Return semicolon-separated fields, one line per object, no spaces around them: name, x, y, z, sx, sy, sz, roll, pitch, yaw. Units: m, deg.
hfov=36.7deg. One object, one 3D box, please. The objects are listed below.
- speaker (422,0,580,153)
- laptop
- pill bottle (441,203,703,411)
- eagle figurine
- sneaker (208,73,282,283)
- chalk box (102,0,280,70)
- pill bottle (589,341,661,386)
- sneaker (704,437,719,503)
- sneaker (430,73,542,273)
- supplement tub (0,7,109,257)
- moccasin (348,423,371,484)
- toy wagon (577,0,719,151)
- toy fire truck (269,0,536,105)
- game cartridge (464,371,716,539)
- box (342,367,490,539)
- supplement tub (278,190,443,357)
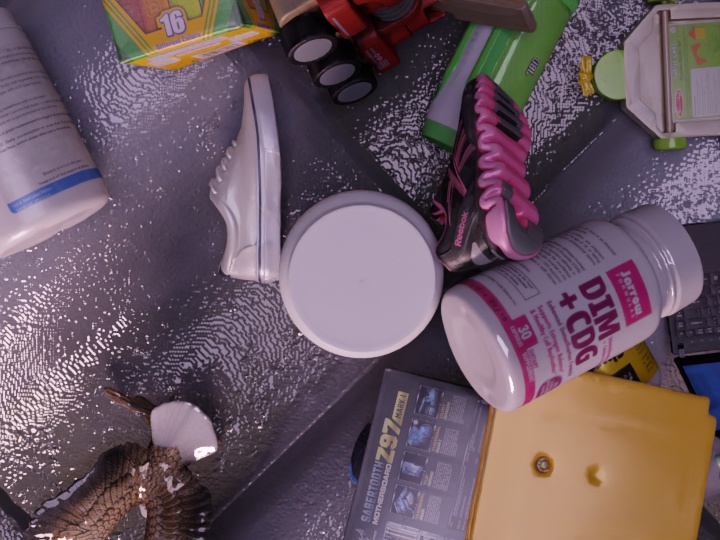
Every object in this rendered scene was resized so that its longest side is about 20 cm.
speaker;0.135;-0.202;1.027;0.088;0.088;0.201;27;94;-2
laptop;0.391;0.045;1.028;0.176;0.103;0.201;-6;87;-1
pill bottle;0.179;0.026;0.911;0.199;0.113;0.114;-26;94;-15
eagle figurine;-0.206;0.223;1.024;0.151;0.200;0.151;0;139;30
sneaker;-0.111;-0.087;1.038;0.070;0.073;0.201;-1;94;-4
chalk box;-0.168;-0.298;0.986;0.124;0.124;0.201;-15;95;15
pill bottle;0.215;0.082;1.034;0.112;0.112;0.200;-30;94;2
sneaker;0.381;0.165;1.048;0.200;0.088;0.074;-45;110;2
sneaker;0.095;-0.082;0.928;0.095;0.201;0.079;-29;133;35
supplement tub;-0.333;-0.125;1.005;0.132;0.132;0.201;-27;94;1
moccasin;0.090;0.196;1.059;0.199;0.080;0.069;12;89;-2
toy wagon;0.308;-0.195;1.053;0.199;0.040;0.156;-3;94;0
toy fire truck;0.034;-0.235;0.956;0.199;0.176;0.129;-26;74;13
game cartridge;0.204;0.180;0.959;0.199;0.032;0.177;12;85;-4
box;0.076;0.204;1.003;0.157;0.051;0.201;13;84;9
supplement tub;0.000;0.000;0.982;0.144;0.200;0.145;0;94;0
